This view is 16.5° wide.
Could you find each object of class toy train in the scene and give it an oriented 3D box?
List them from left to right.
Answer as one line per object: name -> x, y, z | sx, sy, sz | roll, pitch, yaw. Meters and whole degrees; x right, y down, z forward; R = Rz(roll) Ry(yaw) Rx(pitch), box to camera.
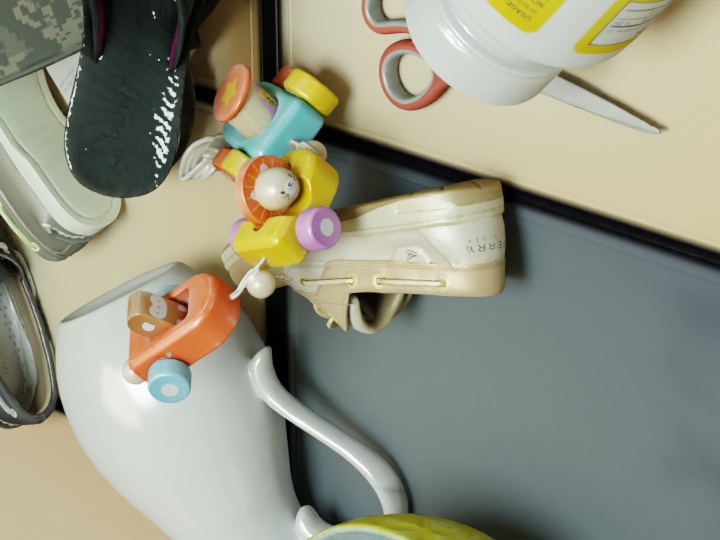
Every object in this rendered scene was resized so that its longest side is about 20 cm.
toy train -> -0.079, -0.034, 1.319 | 0.150, 0.056, 0.200 | -30, 37, 30

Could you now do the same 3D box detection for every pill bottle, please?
pill bottle -> 0.103, -0.161, 1.120 | 0.111, 0.111, 0.200 | 59, 138, 14

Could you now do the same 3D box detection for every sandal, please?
sandal -> -0.114, -0.138, 1.284 | 0.048, 0.075, 0.201 | -141, 53, -81

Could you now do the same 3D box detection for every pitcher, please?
pitcher -> -0.075, 0.092, 1.433 | 0.171, 0.121, 0.200 | -23, 98, 29

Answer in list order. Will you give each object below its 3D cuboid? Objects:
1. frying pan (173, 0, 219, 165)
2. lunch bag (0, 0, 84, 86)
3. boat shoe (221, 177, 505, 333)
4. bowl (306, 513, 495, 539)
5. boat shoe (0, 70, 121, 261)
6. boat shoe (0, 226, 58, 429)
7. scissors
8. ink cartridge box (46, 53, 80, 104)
frying pan -> -0.119, -0.133, 1.432 | 0.115, 0.031, 0.190 | 54, 140, 31
lunch bag -> -0.232, -0.193, 1.359 | 0.168, 0.139, 0.200 | 15, 130, 65
boat shoe -> 0.000, 0.000, 1.329 | 0.200, 0.074, 0.069 | -12, 90, 49
bowl -> 0.056, 0.212, 1.323 | 0.200, 0.108, 0.201 | 21, 121, 42
boat shoe -> -0.225, -0.098, 1.544 | 0.060, 0.072, 0.202 | -41, 77, 43
boat shoe -> -0.248, 0.009, 1.612 | 0.060, 0.074, 0.200 | 2, 109, 48
scissors -> 0.071, -0.110, 1.250 | 0.200, 0.014, 0.073 | 12, 112, 47
ink cartridge box -> -0.159, -0.193, 1.417 | 0.174, 0.044, 0.200 | 56, 150, 3
